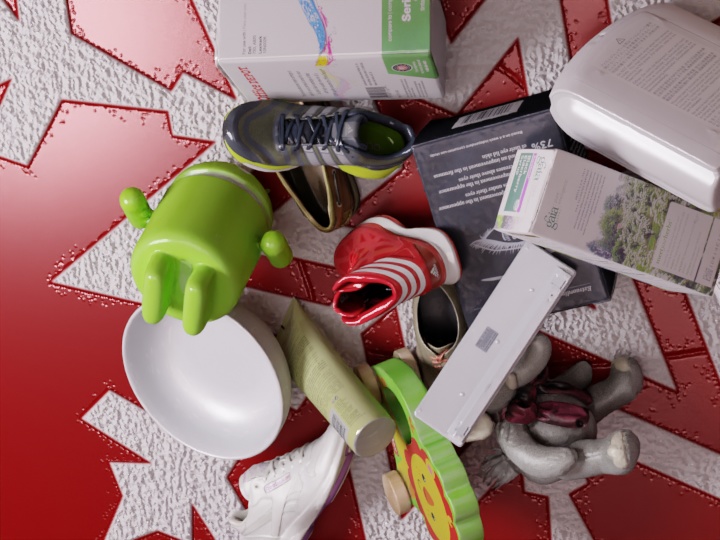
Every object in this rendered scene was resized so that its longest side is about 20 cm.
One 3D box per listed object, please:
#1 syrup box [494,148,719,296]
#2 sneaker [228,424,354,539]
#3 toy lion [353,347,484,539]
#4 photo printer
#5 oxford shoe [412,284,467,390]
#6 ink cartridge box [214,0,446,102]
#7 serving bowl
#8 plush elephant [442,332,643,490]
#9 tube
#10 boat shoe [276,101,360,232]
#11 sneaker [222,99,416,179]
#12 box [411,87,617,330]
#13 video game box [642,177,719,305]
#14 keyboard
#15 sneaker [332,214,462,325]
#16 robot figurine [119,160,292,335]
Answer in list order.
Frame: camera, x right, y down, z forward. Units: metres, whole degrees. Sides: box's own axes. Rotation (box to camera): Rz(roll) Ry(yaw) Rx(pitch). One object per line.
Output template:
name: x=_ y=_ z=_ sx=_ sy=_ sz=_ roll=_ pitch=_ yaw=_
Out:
syrup box: x=0.230 y=-0.043 z=1.415 sx=0.199 sy=0.081 sz=0.079 roll=18 pitch=88 yaw=-19
sneaker: x=-0.075 y=0.229 z=1.691 sx=0.099 sy=0.075 sz=0.200 roll=32 pitch=113 yaw=1
toy lion: x=0.068 y=0.195 z=1.577 sx=0.068 sy=0.192 sz=0.201 roll=-19 pitch=104 yaw=-13
photo printer: x=0.282 y=-0.155 z=1.399 sx=0.200 sy=0.166 sz=0.070 roll=33 pitch=151 yaw=30
oxford shoe: x=0.084 y=0.088 z=1.601 sx=0.070 sy=0.075 sz=0.201 roll=-9 pitch=106 yaw=16
ink cartridge box: x=-0.024 y=-0.217 z=1.468 sx=0.199 sy=0.145 sz=0.084 roll=-1 pitch=80 yaw=8
serving bowl: x=-0.153 y=0.101 z=1.661 sx=0.199 sy=0.066 sz=0.201 roll=15 pitch=124 yaw=24
plush elephant: x=0.166 y=0.125 z=1.542 sx=0.200 sy=0.165 sz=0.155 roll=-27 pitch=112 yaw=32
tube: x=-0.034 y=0.112 z=1.608 sx=0.058 sy=0.200 sz=0.052 roll=-38 pitch=137 yaw=-7
boat shoe: x=-0.062 y=-0.133 z=1.567 sx=0.072 sy=0.068 sz=0.200 roll=-28 pitch=98 yaw=24
sneaker: x=-0.035 y=-0.134 z=1.501 sx=0.199 sy=0.081 sz=0.074 roll=1 pitch=82 yaw=-23
box: x=0.153 y=-0.059 z=1.516 sx=0.147 sy=0.104 sz=0.201 roll=-13 pitch=105 yaw=18
video game box: x=0.386 y=-0.087 z=1.478 sx=0.200 sy=0.047 sz=0.183 roll=-30 pitch=101 yaw=22
keyboard: x=0.126 y=0.069 z=1.474 sx=0.056 sy=0.011 sz=0.200 roll=35 pitch=97 yaw=16
sneaker: x=0.000 y=0.000 z=1.525 sx=0.200 sy=0.115 sz=0.079 roll=-6 pitch=106 yaw=60
robot figurine: x=-0.157 y=-0.029 z=1.564 sx=0.175 sy=0.200 sz=0.116 roll=15 pitch=133 yaw=7
